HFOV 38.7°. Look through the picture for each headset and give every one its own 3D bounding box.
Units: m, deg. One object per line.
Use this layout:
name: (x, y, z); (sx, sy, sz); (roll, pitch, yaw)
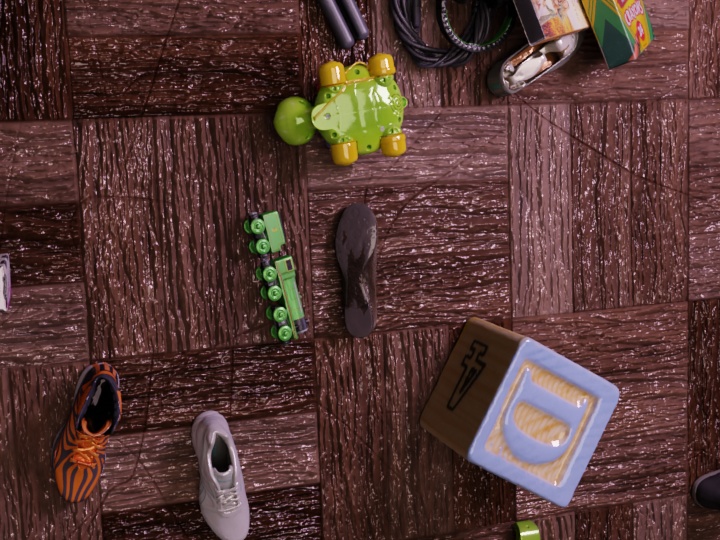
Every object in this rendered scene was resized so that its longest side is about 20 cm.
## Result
headset: (0.170, -0.422, 1.493); (0.122, 0.094, 0.203); (3, 106, -18)

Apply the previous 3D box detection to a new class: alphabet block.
alphabet block: (0.236, 0.208, 1.553); (0.194, 0.200, 0.198); (29, 87, -17)

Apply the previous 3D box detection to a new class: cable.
cable: (0.124, -0.399, 1.525); (0.162, 0.051, 0.202); (26, 89, -18)

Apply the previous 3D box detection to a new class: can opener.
can opener: (-0.046, -0.417, 1.461); (0.053, 0.067, 0.202); (-30, 104, -11)

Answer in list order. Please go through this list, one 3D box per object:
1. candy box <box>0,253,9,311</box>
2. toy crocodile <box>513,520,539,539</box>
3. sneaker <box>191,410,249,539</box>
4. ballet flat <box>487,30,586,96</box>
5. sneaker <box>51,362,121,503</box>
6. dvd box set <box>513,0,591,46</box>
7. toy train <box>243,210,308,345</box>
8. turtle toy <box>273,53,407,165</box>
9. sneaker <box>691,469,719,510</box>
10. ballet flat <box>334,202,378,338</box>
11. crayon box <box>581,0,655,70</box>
candy box: (-0.555, 0.020, 1.317); (0.197, 0.136, 0.062); (-4, 99, -16)
toy crocodile: (0.280, 0.508, 1.680); (0.067, 0.062, 0.203); (-17, 106, -15)
sneaker: (-0.203, 0.310, 1.491); (0.070, 0.080, 0.203); (-15, 102, -17)
ballet flat: (0.283, -0.332, 1.576); (0.199, 0.064, 0.068); (-37, 105, -10)
sneaker: (-0.378, 0.231, 1.409); (0.076, 0.112, 0.203); (11, 93, -18)
dvd box set: (0.274, -0.412, 1.499); (0.199, 0.029, 0.148); (-27, 97, -52)
toy train: (-0.121, 0.009, 1.503); (0.056, 0.042, 0.203); (-19, 102, -25)
turtle toy: (-0.027, -0.226, 1.471); (0.197, 0.101, 0.148); (-11, 100, -15)
sneaker: (0.680, 0.368, 1.758); (0.198, 0.106, 0.076); (-24, 103, -13)
ballet flat: (0.000, 0.000, 1.540); (0.066, 0.046, 0.203); (-3, 92, 15)
crayon box: (0.380, -0.424, 1.568); (0.127, 0.050, 0.202); (-44, 112, -50)
